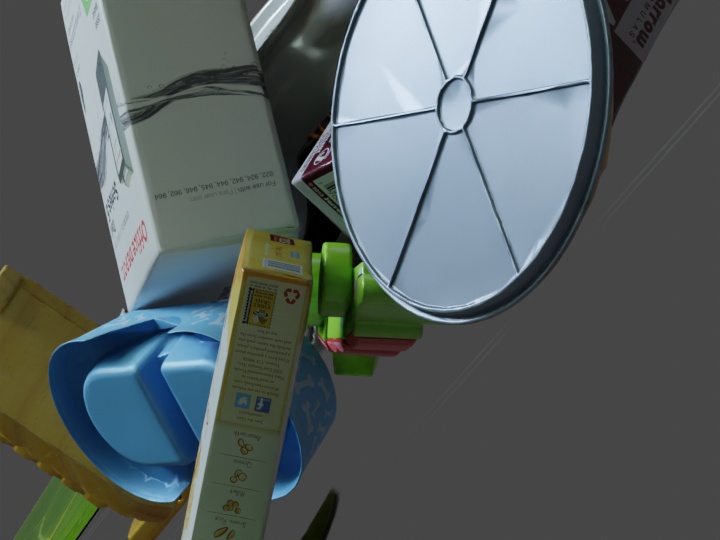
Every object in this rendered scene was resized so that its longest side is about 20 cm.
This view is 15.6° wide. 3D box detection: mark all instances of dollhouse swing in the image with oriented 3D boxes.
[{"bbox_3d":[-0.217,0.128,1.833,0.182,0.200,0.176,-50,9,37],"label":"dollhouse swing"}]

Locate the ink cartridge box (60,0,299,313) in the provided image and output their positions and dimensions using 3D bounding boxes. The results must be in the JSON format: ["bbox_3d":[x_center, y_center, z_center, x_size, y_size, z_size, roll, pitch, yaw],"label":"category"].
[{"bbox_3d":[-0.106,-0.091,1.487,0.146,0.084,0.201,127,131,-72],"label":"ink cartridge box"}]

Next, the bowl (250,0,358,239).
[{"bbox_3d":[-0.027,-0.119,1.588,0.201,0.090,0.201,-49,13,16],"label":"bowl"}]

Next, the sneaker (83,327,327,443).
[{"bbox_3d":[-0.092,0.065,1.625,0.199,0.074,0.082,-23,-13,-29],"label":"sneaker"}]

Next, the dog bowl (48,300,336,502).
[{"bbox_3d":[-0.092,0.071,1.476,0.199,0.112,0.050,-6,27,48],"label":"dog bowl"}]

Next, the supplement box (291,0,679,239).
[{"bbox_3d":[0.061,-0.091,1.321,0.200,0.061,0.109,-25,29,50],"label":"supplement box"}]

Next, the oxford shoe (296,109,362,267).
[{"bbox_3d":[0.009,-0.077,1.452,0.071,0.072,0.201,0,79,59],"label":"oxford shoe"}]

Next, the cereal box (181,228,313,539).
[{"bbox_3d":[-0.060,0.088,1.284,0.144,0.039,0.201,-106,28,-82],"label":"cereal box"}]

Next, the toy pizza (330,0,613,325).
[{"bbox_3d":[0.055,-0.075,1.210,0.200,0.032,0.201,-10,78,52],"label":"toy pizza"}]

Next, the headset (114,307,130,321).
[{"bbox_3d":[-0.069,0.005,1.738,0.200,0.094,0.123,-43,19,-20],"label":"headset"}]

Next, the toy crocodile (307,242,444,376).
[{"bbox_3d":[0.005,0.020,1.349,0.200,0.067,0.062,159,114,-79],"label":"toy crocodile"}]
